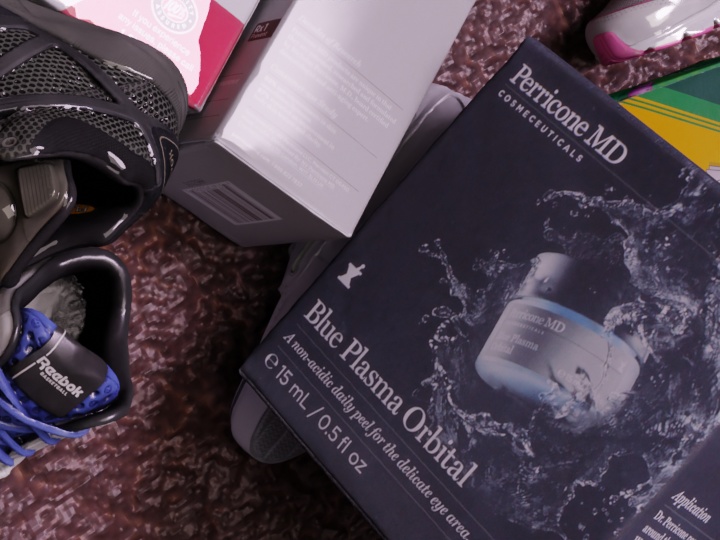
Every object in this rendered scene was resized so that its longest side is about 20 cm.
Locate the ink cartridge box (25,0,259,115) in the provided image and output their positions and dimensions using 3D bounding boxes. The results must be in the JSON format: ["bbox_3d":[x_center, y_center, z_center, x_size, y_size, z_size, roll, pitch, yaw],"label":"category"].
[{"bbox_3d":[-0.099,-0.188,0.808,0.145,0.083,0.201,35,70,-26],"label":"ink cartridge box"}]

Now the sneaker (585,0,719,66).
[{"bbox_3d":[0.174,-0.187,0.986,0.088,0.081,0.200,52,56,-18],"label":"sneaker"}]

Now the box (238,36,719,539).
[{"bbox_3d":[0.088,0.044,0.776,0.200,0.197,0.117,-48,142,4],"label":"box"}]

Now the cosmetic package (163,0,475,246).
[{"bbox_3d":[-0.015,-0.115,0.845,0.090,0.107,0.201,34,70,-26],"label":"cosmetic package"}]

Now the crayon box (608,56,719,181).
[{"bbox_3d":[0.183,-0.007,0.990,0.118,0.058,0.201,-20,99,-31],"label":"crayon box"}]

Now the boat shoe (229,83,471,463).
[{"bbox_3d":[0.000,0.000,0.876,0.200,0.067,0.074,-49,143,-3],"label":"boat shoe"}]

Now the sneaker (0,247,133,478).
[{"bbox_3d":[-0.160,0.056,0.743,0.081,0.115,0.200,45,67,-21],"label":"sneaker"}]

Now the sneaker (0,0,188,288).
[{"bbox_3d":[-0.167,-0.063,0.708,0.199,0.076,0.114,19,35,-14],"label":"sneaker"}]
